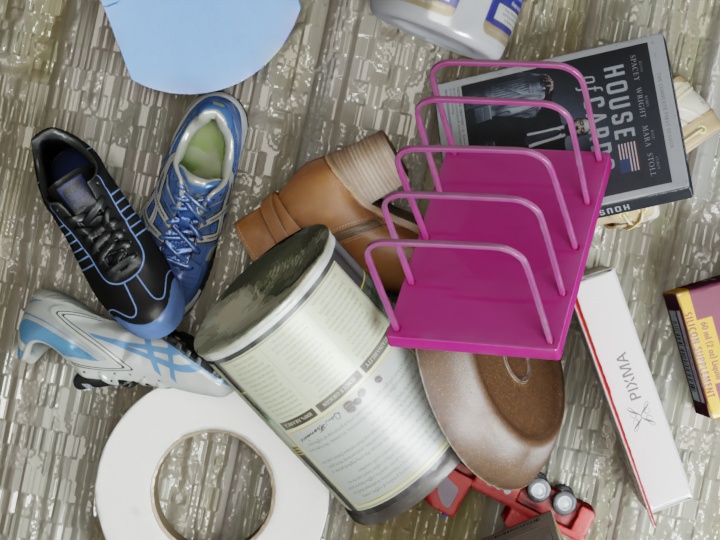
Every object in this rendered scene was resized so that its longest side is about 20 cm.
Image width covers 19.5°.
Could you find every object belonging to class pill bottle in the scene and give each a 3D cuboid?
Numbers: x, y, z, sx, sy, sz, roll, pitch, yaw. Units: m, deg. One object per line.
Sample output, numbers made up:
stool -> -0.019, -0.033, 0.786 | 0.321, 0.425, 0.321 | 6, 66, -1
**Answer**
pill bottle -> 0.096, -0.286, 1.730 | 0.119, 0.120, 0.201 | 22, 91, 0

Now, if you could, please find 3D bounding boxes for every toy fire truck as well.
toy fire truck -> 0.128, 0.239, 1.770 | 0.199, 0.049, 0.142 | 27, 92, 1

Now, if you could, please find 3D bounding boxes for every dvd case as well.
dvd case -> 0.164, -0.107, 1.728 | 0.198, 0.025, 0.151 | -13, 62, 13

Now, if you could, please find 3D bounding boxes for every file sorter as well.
file sorter -> 0.098, -0.053, 1.612 | 0.138, 0.126, 0.201 | 4, 52, 21

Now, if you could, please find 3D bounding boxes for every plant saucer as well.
plant saucer -> 0.114, 0.076, 1.699 | 0.036, 0.200, 0.202 | -20, 91, 32

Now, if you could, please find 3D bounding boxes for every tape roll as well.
tape roll -> -0.125, 0.187, 1.777 | 0.201, 0.037, 0.205 | 0, 91, 1

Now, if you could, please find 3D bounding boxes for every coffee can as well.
coffee can -> -0.016, 0.084, 1.695 | 0.146, 0.146, 0.200 | -42, 108, 1

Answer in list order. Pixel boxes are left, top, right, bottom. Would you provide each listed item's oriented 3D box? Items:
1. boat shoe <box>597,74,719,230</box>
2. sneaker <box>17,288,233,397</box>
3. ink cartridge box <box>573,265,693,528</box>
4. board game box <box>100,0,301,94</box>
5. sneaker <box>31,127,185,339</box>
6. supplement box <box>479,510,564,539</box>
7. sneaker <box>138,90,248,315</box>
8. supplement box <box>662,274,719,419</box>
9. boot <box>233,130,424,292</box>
boat shoe -> 0.225, -0.070, 1.754 | 0.069, 0.074, 0.200 | 41, 90, 6
sneaker -> -0.194, 0.074, 1.749 | 0.199, 0.072, 0.073 | 17, 92, 17
ink cartridge box -> 0.218, 0.098, 1.704 | 0.044, 0.176, 0.201 | -19, 91, 3
board game box -> -0.144, -0.250, 1.774 | 0.157, 0.039, 0.201 | -22, 94, -5
sneaker -> -0.214, -0.032, 1.716 | 0.070, 0.078, 0.200 | -36, 62, 1
supplement box -> 0.145, 0.271, 1.646 | 0.073, 0.200, 0.127 | -22, 91, 3
sneaker -> -0.148, -0.054, 1.755 | 0.075, 0.077, 0.202 | 14, 93, -1
supplement box -> 0.365, 0.043, 1.748 | 0.199, 0.086, 0.111 | -16, 90, 0
boot -> 0.000, 0.000, 1.765 | 0.154, 0.074, 0.201 | -30, 91, 8
